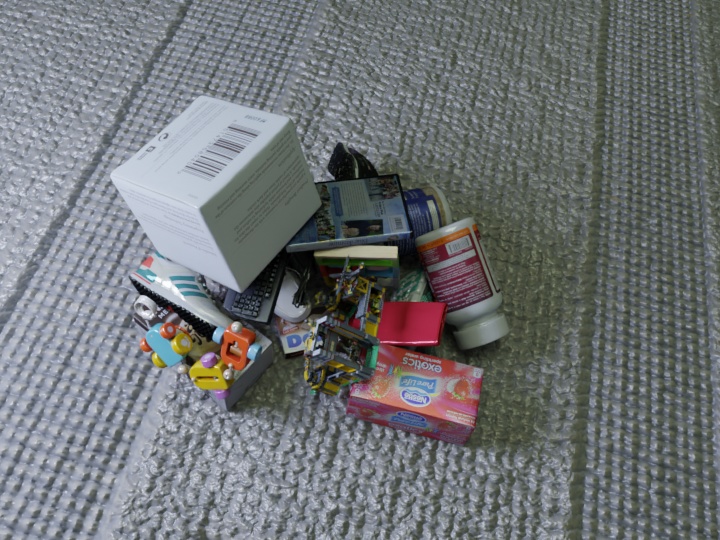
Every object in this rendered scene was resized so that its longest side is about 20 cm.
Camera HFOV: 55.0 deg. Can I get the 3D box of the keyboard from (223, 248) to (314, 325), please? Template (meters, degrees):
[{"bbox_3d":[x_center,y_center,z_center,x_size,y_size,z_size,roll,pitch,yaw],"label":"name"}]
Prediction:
[{"bbox_3d":[-0.128,-0.010,1.072,0.126,0.021,0.202,15,64,-5],"label":"keyboard"}]

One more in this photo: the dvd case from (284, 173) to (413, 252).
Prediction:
[{"bbox_3d":[-0.025,-0.093,1.086,0.197,0.018,0.144,-7,46,-4],"label":"dvd case"}]

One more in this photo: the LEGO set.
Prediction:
[{"bbox_3d":[-0.047,0.084,1.044,0.115,0.153,0.202,25,67,-27],"label":"LEGO set"}]

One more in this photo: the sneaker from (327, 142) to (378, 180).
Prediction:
[{"bbox_3d":[0.001,-0.167,1.236,0.087,0.076,0.201,20,27,-20],"label":"sneaker"}]

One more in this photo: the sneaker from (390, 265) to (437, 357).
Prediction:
[{"bbox_3d":[0.100,0.081,1.180,0.091,0.077,0.201,42,40,-26],"label":"sneaker"}]

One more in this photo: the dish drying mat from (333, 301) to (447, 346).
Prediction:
[{"bbox_3d":[0.041,0.085,1.107,0.198,0.018,0.078,-2,60,30],"label":"dish drying mat"}]

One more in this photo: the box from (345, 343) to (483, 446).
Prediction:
[{"bbox_3d":[0.084,0.193,1.086,0.197,0.096,0.101,14,59,2],"label":"box"}]

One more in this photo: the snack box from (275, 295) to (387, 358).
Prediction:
[{"bbox_3d":[-0.041,0.093,1.176,0.197,0.024,0.073,-12,62,-14],"label":"snack box"}]

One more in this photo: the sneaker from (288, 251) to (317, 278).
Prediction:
[{"bbox_3d":[-0.108,-0.084,1.154,0.090,0.076,0.202,-22,81,-13],"label":"sneaker"}]

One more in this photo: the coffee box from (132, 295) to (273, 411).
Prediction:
[{"bbox_3d":[-0.250,0.111,1.105,0.199,0.080,0.113,35,62,15],"label":"coffee box"}]

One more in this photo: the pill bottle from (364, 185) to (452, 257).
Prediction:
[{"bbox_3d":[0.055,-0.078,1.241,0.198,0.116,0.117,-13,60,-15],"label":"pill bottle"}]

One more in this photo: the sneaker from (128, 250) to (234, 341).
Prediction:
[{"bbox_3d":[-0.256,0.030,1.064,0.198,0.071,0.094,28,64,14],"label":"sneaker"}]

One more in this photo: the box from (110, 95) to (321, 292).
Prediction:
[{"bbox_3d":[-0.203,-0.116,1.008,0.198,0.172,0.199,20,57,33],"label":"box"}]

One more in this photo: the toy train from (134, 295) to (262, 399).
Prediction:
[{"bbox_3d":[-0.226,0.100,0.995,0.198,0.152,0.056,21,35,14],"label":"toy train"}]

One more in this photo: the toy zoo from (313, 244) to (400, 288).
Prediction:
[{"bbox_3d":[0.000,0.000,1.139,0.129,0.200,0.021,2,73,4],"label":"toy zoo"}]

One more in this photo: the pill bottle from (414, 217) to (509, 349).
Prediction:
[{"bbox_3d":[0.173,0.022,1.158,0.109,0.109,0.202,-21,91,-19],"label":"pill bottle"}]

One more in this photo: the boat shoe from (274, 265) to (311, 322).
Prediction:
[{"bbox_3d":[-0.156,0.001,1.137,0.071,0.069,0.200,-40,87,-10],"label":"boat shoe"}]
